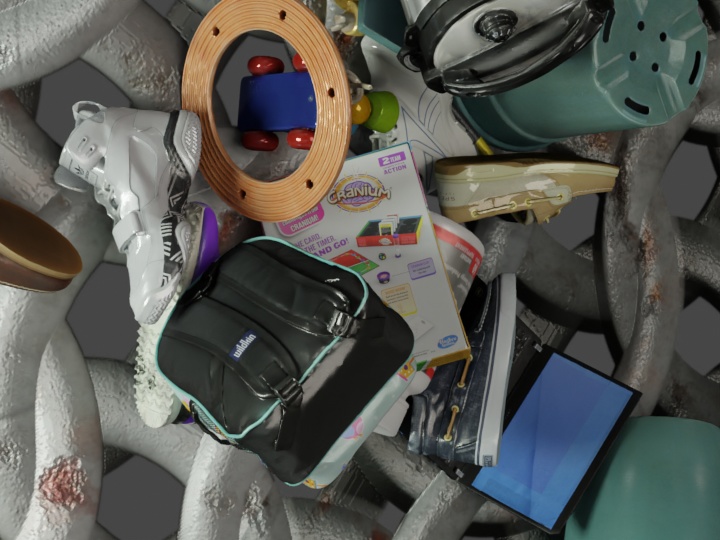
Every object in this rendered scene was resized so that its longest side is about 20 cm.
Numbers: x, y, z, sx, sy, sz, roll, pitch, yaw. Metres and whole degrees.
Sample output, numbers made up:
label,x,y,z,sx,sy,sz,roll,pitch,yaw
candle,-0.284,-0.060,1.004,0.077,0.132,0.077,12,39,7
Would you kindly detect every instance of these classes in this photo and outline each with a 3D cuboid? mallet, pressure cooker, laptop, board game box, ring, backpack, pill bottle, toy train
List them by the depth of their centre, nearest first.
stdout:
label,x,y,z,sx,sy,sz,roll,pitch,yaw
backpack,-0.066,0.071,1.392,0.176,0.200,0.153,-52,136,-10
ring,-0.080,-0.141,1.442,0.019,0.200,0.201,-13,101,-46
pressure cooker,0.115,-0.249,1.443,0.178,0.176,0.200,-7,65,-22
toy train,-0.011,-0.145,1.485,0.116,0.200,0.085,4,89,-39
board game box,0.000,0.000,1.510,0.153,0.040,0.201,-15,77,1
pill bottle,0.029,0.046,1.578,0.114,0.114,0.200,30,78,-32
mallet,0.113,-0.123,1.672,0.200,0.066,0.041,45,68,-12
laptop,0.149,0.130,1.673,0.200,0.103,0.177,44,70,-29

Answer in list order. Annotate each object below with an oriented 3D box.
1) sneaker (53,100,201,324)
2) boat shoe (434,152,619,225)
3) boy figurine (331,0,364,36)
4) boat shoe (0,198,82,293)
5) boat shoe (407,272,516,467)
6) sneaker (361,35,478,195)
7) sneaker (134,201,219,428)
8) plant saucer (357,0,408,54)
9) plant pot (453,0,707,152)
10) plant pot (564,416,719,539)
label,x,y,z,sx,sy,sz,roll,pitch,yaw
sneaker,-0.201,-0.054,1.414,0.115,0.075,0.200,12,64,-15
boat shoe,0.158,-0.077,1.618,0.199,0.074,0.067,-3,102,-25
boy figurine,0.006,-0.270,1.565,0.200,0.064,0.125,29,69,-30
boat shoe,-0.325,-0.028,1.369,0.200,0.070,0.070,28,116,-29
boat shoe,0.100,0.089,1.629,0.091,0.071,0.201,7,64,8
sneaker,0.045,-0.143,1.579,0.087,0.074,0.200,-43,132,-14
sneaker,-0.140,0.040,1.498,0.099,0.069,0.201,4,96,-41
plant saucer,0.028,-0.284,1.528,0.070,0.019,0.200,26,55,-34
plant pot,0.217,-0.214,1.633,0.200,0.196,0.201,-3,96,-34
plant pot,0.309,0.240,1.741,0.200,0.200,0.161,15,72,-34
